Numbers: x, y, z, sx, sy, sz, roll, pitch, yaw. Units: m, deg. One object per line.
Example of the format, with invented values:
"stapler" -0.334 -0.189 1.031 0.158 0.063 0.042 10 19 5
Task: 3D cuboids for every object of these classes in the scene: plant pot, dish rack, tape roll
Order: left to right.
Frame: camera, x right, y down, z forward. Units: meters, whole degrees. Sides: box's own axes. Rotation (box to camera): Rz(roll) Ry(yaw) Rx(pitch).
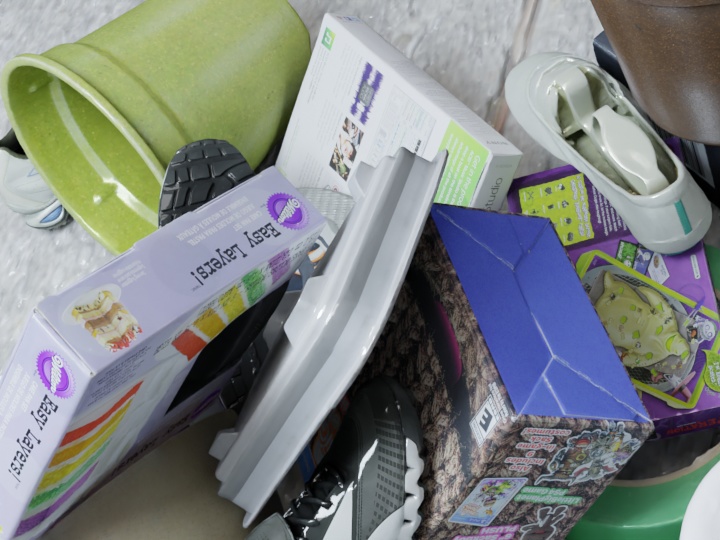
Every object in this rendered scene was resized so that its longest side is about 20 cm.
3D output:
"plant pot" -0.113 0.199 0.952 0.200 0.200 0.135 -40 81 -6
"plant pot" -0.134 -0.128 1.182 0.199 0.202 0.184 27 59 35
"dish rack" -0.024 0.031 0.874 0.043 0.201 0.173 27 45 -5
"tape roll" 0.177 0.076 0.981 0.198 0.048 0.202 -12 53 16
"plant pot" 0.208 -0.188 0.914 0.198 0.199 0.202 -11 53 16

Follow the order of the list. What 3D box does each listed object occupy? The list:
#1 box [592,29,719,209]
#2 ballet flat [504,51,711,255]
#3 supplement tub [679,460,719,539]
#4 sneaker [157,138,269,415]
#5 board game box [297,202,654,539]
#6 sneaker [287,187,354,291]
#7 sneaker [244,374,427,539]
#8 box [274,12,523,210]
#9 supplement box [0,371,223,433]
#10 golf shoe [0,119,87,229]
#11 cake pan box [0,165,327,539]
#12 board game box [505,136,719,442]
"box" 0.281 -0.146 1.050 0.199 0.107 0.149 -40 51 -5
"ballet flat" 0.152 -0.092 1.001 0.069 0.070 0.201 -34 51 -2
"supplement tub" 0.237 0.175 0.788 0.130 0.201 0.133 -11 53 15
"sneaker" -0.094 0.015 1.076 0.075 0.088 0.203 -11 82 -13
"board game box" 0.054 0.089 0.923 0.201 0.096 0.161 -59 38 36
"sneaker" 0.000 0.000 1.040 0.078 0.081 0.199 -8 16 -26
"sneaker" -0.024 0.152 0.860 0.066 0.089 0.202 41 120 55
"box" 0.018 -0.069 1.104 0.200 0.036 0.146 46 126 40
"supplement box" -0.202 0.110 1.041 0.198 0.103 0.102 -30 89 9
"golf shoe" -0.217 -0.130 1.264 0.078 0.098 0.201 23 67 36
"cake pan box" -0.120 0.049 0.855 0.052 0.185 0.200 44 42 9
"board game box" 0.159 0.014 0.983 0.119 0.032 0.202 -16 52 17
